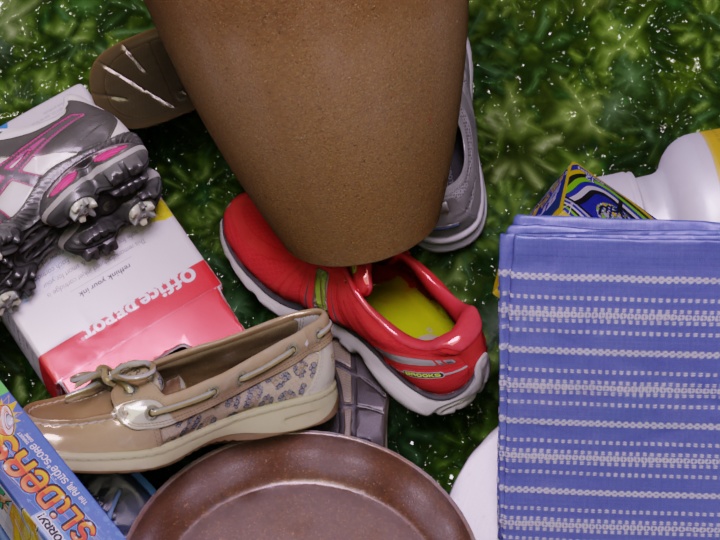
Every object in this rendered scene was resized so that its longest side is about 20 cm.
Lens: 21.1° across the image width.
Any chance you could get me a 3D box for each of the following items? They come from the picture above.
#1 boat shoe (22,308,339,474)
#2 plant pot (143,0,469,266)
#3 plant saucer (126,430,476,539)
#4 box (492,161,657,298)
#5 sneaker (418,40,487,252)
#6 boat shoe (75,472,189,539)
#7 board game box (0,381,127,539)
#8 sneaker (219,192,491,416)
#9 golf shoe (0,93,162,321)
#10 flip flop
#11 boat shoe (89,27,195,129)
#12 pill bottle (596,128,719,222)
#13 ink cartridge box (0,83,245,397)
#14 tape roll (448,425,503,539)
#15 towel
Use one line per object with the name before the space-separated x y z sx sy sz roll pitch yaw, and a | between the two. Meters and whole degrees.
boat shoe | -0.104 0.065 1.078 0.200 0.073 0.063 -12 111 -33
plant pot | -0.019 -0.109 1.065 0.186 0.187 0.200 -10 120 1
plant saucer | -0.033 0.178 1.051 0.200 0.035 0.201 0 52 -1
box | 0.175 0.031 1.075 0.200 0.064 0.070 34 122 -8
sneaker | 0.039 -0.116 1.186 0.075 0.082 0.200 -17 76 0
boat shoe | -0.132 0.171 1.104 0.200 0.084 0.069 47 58 1
board game box | -0.178 0.162 1.032 0.034 0.200 0.135 -28 62 -31
sneaker | 0.000 0.000 1.144 0.200 0.085 0.077 34 59 23
golf shoe | -0.213 -0.026 1.110 0.200 0.077 0.088 -30 59 -19
flip flop | -0.024 0.125 1.149 0.081 0.058 0.200 8 61 0
boat shoe | -0.065 -0.141 1.172 0.200 0.066 0.072 -17 106 8
pill bottle | 0.240 -0.032 1.137 0.199 0.112 0.112 -9 76 1
ink cartridge box | -0.163 0.002 1.169 0.116 0.067 0.200 -31 76 -16
tape roll | 0.143 0.170 1.118 0.200 0.066 0.201 -1 76 4
towel | 0.145 0.065 1.046 0.144 0.024 0.201 1 114 3
